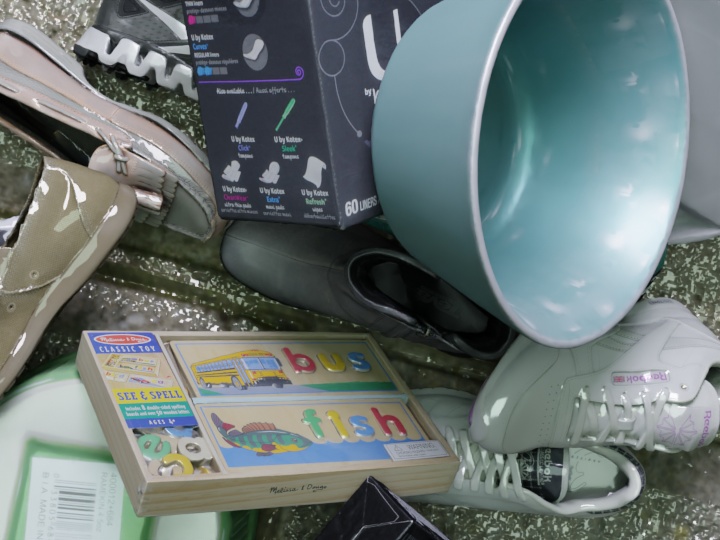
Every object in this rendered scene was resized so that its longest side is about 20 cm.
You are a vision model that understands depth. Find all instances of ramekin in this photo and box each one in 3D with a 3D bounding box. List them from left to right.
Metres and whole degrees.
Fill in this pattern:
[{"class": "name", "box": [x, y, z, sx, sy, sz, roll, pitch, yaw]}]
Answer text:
[{"class": "ramekin", "box": [-0.164, 0.150, 0.789, 0.197, 0.098, 0.203, 0, 88, -1]}, {"class": "ramekin", "box": [0.174, -0.120, 0.762, 0.200, 0.203, 0.095, 25, 48, 1]}]

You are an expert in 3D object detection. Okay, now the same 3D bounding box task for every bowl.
[{"class": "bowl", "box": [0.079, -0.068, 0.665, 0.104, 0.200, 0.204, 10, 87, 41]}]

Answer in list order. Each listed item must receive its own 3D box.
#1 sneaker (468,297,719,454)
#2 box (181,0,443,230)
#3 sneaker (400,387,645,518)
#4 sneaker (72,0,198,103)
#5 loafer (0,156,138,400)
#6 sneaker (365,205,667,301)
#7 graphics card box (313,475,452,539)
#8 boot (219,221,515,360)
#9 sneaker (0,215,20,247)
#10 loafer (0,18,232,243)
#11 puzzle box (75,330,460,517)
[{"class": "sneaker", "box": [0.155, 0.070, 0.757, 0.198, 0.099, 0.076, -15, 127, -31]}, {"class": "box", "box": [-0.020, -0.136, 0.704, 0.122, 0.105, 0.203, -24, 112, -43]}, {"class": "sneaker", "box": [0.080, 0.117, 0.802, 0.197, 0.081, 0.078, 4, 89, 1]}, {"class": "sneaker", "box": [-0.080, -0.141, 0.816, 0.198, 0.066, 0.092, 23, 92, 2]}, {"class": "loafer", "box": [-0.213, 0.017, 0.746, 0.067, 0.076, 0.201, 39, 76, -17]}, {"class": "sneaker", "box": [0.088, -0.019, 0.784, 0.197, 0.081, 0.072, 10, 43, 17]}, {"class": "graphics card box", "box": [0.028, 0.219, 0.754, 0.126, 0.200, 0.051, -48, 44, -2]}, {"class": "boot", "box": [0.000, 0.000, 0.776, 0.197, 0.132, 0.071, 15, 88, 6]}, {"class": "sneaker", "box": [-0.261, 0.049, 0.808, 0.198, 0.075, 0.116, -28, 95, -5]}, {"class": "loafer", "box": [-0.172, -0.077, 0.804, 0.199, 0.072, 0.063, 37, 47, 4]}, {"class": "puzzle box", "box": [-0.054, 0.083, 0.741, 0.198, 0.133, 0.026, 1, 122, -31]}]
